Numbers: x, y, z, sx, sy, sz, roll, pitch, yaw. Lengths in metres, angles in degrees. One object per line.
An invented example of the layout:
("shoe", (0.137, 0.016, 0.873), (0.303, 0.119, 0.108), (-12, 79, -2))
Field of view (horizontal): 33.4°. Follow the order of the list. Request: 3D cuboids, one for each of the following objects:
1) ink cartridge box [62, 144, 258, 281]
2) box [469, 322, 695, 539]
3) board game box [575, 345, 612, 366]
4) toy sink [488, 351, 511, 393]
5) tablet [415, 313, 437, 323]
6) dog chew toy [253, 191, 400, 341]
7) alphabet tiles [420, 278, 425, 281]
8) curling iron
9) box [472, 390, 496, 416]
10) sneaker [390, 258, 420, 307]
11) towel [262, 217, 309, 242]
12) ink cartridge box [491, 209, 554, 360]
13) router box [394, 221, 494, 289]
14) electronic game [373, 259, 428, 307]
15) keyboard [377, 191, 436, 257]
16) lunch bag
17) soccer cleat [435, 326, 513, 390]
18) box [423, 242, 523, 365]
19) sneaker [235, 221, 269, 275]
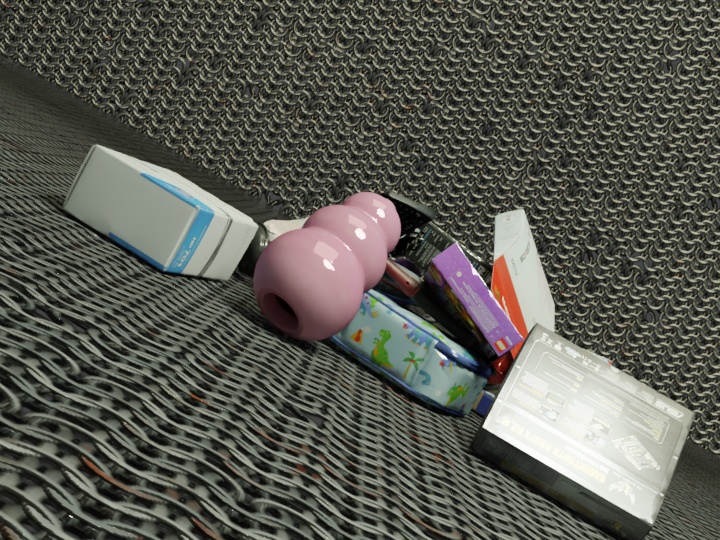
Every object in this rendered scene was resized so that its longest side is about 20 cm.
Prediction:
("ink cartridge box", (-0.222, -0.062, 1.370), (0.145, 0.087, 0.200), (30, 2, 14))
("box", (0.235, 0.168, 1.260), (0.198, 0.159, 0.049), (29, -37, 7))
("board game box", (0.243, 0.161, 1.427), (0.104, 0.104, 0.200), (21, 14, 0))
("toy sink", (0.237, 0.152, 1.774), (0.199, 0.113, 0.130), (30, 3, 16))
("tablet", (0.163, 0.070, 1.712), (0.129, 0.014, 0.199), (-1, -4, 35))
("dog chew toy", (-0.027, -0.015, 1.335), (0.124, 0.200, 0.125), (29, -35, 23))
("alphabet tiles", (0.058, 0.014, 1.676), (0.198, 0.015, 0.196), (25, -4, -3))
("curling iron", (0.066, 0.014, 1.422), (0.201, 0.049, 0.026), (51, 30, 0))
("box", (0.245, 0.219, 1.543), (0.199, 0.033, 0.121), (30, 4, 33))
("sneaker", (0.009, 0.022, 1.845), (0.088, 0.082, 0.199), (12, -14, -38))
("towel", (-0.043, 0.004, 1.678), (0.200, 0.032, 0.191), (47, 14, 6))
("ink cartridge box", (0.218, 0.035, 1.595), (0.201, 0.056, 0.164), (-82, 154, -62))
("router box", (0.121, -0.016, 1.699), (0.149, 0.062, 0.200), (35, 3, 5))
("electronic game", (0.000, 0.000, 1.531), (0.198, 0.042, 0.200), (25, -6, 3))
("keyboard", (0.028, -0.042, 1.488), (0.103, 0.040, 0.200), (19, -19, -20))
("lunch bag", (0.055, 0.093, 1.449), (0.199, 0.083, 0.161), (32, 0, 26))
("soccer cleat", (0.135, 0.126, 1.637), (0.198, 0.069, 0.085), (11, -28, 38))
("box", (0.133, 0.049, 1.469), (0.138, 0.039, 0.200), (56, -6, 8))
("sneaker", (-0.193, -0.047, 1.603), (0.088, 0.075, 0.199), (15, 5, -35))
